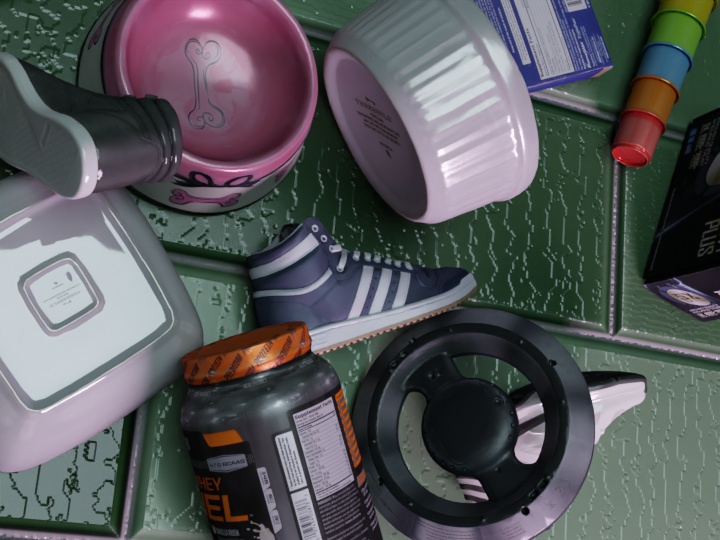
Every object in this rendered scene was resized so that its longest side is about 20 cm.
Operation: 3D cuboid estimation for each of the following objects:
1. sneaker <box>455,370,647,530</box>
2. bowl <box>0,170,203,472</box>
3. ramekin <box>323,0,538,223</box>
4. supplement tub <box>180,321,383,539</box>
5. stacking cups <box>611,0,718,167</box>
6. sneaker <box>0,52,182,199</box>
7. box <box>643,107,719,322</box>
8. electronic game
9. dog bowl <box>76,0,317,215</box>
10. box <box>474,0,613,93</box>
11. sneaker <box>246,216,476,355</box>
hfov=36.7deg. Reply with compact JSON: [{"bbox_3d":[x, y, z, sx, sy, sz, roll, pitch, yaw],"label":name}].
[{"bbox_3d":[0.170,0.159,0.956,0.199,0.076,0.116,-14,94,-19],"label":"sneaker"},{"bbox_3d":[-0.224,0.023,0.788,0.199,0.075,0.201,-32,93,-25],"label":"bowl"},{"bbox_3d":[0.049,-0.130,0.884,0.094,0.202,0.203,-30,93,-14],"label":"ramekin"},{"bbox_3d":[-0.060,0.146,0.800,0.122,0.122,0.201,-18,95,-27],"label":"supplement tub"},{"bbox_3d":[0.299,-0.200,1.087,0.060,0.060,0.201,32,69,-16],"label":"stacking cups"},{"bbox_3d":[-0.200,-0.106,0.784,0.099,0.200,0.071,-9,121,-39],"label":"sneaker"},{"bbox_3d":[0.376,-0.066,1.037,0.086,0.164,0.201,29,70,-18],"label":"box"},{"bbox_3d":[0.088,0.126,0.875,0.198,0.042,0.201,-6,67,14],"label":"electronic game"},{"bbox_3d":[-0.122,-0.150,0.869,0.199,0.074,0.202,5,78,-24],"label":"dog bowl"},{"bbox_3d":[0.139,-0.226,1.030,0.199,0.032,0.122,-18,87,-29],"label":"box"},{"bbox_3d":[0.000,0.000,0.899,0.199,0.070,0.109,-17,89,-24],"label":"sneaker"}]
